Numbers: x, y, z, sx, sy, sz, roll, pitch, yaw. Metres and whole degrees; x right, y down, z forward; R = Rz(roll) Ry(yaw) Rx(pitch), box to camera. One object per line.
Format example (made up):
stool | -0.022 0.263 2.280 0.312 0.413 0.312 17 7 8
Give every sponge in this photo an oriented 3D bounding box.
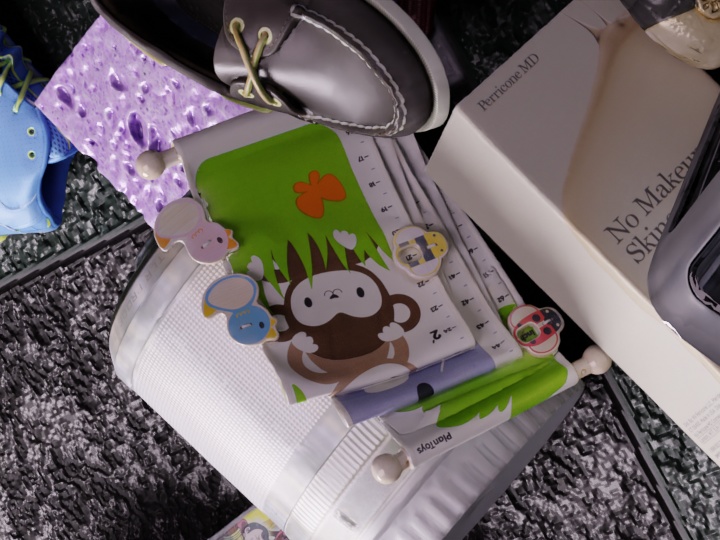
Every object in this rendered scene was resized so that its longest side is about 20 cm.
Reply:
sponge | -0.076 -0.110 0.999 0.112 0.030 0.200 47 129 2

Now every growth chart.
growth chart | 0.000 0.000 0.891 0.201 0.144 0.018 53 157 16

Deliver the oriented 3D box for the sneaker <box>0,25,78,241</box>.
sneaker | -0.201 -0.108 1.095 0.104 0.076 0.202 3 114 12

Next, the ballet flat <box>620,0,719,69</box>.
ballet flat | 0.122 -0.180 0.831 0.057 0.066 0.202 9 119 71

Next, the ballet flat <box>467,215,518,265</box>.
ballet flat | 0.119 0.001 0.935 0.200 0.067 0.064 45 154 9

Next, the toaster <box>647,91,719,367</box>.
toaster | 0.214 -0.061 0.750 0.118 0.201 0.181 31 136 -2

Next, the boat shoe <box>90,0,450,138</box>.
boat shoe | -0.044 -0.102 0.889 0.200 0.060 0.072 30 136 40

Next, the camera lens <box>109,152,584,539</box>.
camera lens | -0.011 0.043 0.968 0.200 0.160 0.160 41 128 10

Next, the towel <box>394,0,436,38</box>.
towel | -0.020 -0.197 0.953 0.143 0.023 0.202 20 123 22

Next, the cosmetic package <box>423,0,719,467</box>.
cosmetic package | 0.136 -0.018 0.869 0.200 0.103 0.073 45 159 6

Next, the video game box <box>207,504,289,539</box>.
video game box | -0.026 0.226 1.075 0.182 0.047 0.201 -37 89 2
